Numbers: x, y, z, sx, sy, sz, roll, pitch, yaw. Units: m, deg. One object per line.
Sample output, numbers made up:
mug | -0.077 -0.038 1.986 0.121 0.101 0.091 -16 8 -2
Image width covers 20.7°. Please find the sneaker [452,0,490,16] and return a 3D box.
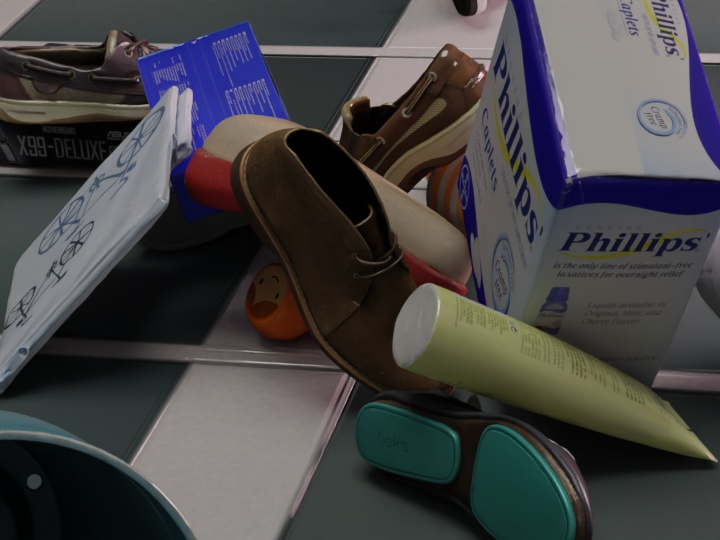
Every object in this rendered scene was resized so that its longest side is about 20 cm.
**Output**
sneaker | 0.139 -0.305 1.914 0.120 0.084 0.200 -15 26 0

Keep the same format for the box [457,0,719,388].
box | 0.136 -0.053 1.198 0.104 0.201 0.185 1 49 -11

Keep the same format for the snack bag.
snack bag | -0.179 -0.025 1.333 0.189 0.021 0.200 -46 20 17

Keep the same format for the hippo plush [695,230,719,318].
hippo plush | 0.288 -0.014 1.200 0.161 0.201 0.159 -37 19 -36

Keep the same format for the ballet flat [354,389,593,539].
ballet flat | 0.078 0.109 1.104 0.073 0.073 0.200 -21 25 -31

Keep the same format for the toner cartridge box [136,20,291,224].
toner cartridge box | -0.104 -0.113 1.449 0.094 0.043 0.200 -18 33 -3

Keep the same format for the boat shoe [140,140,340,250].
boat shoe | -0.076 -0.069 1.472 0.199 0.076 0.060 -7 32 -8

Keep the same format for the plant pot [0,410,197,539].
plant pot | -0.187 0.154 0.932 0.199 0.201 0.188 -13 12 -18

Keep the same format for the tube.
tube | 0.114 0.064 1.139 0.199 0.052 0.058 21 58 -24

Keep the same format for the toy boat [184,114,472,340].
toy boat | -0.032 -0.014 1.310 0.199 0.131 0.131 32 4 -11

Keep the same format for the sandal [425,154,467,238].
sandal | 0.071 -0.051 1.423 0.059 0.080 0.207 -15 20 -18

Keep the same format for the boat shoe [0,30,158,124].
boat shoe | -0.193 -0.158 1.564 0.199 0.065 0.072 -5 25 -3

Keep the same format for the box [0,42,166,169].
box | -0.206 -0.137 1.655 0.199 0.050 0.158 5 29 18

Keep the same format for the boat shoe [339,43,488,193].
boat shoe | 0.014 -0.092 1.393 0.202 0.075 0.075 -36 14 29

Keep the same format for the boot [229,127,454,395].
boot | 0.000 0.000 1.199 0.074 0.200 0.075 -41 10 -30
